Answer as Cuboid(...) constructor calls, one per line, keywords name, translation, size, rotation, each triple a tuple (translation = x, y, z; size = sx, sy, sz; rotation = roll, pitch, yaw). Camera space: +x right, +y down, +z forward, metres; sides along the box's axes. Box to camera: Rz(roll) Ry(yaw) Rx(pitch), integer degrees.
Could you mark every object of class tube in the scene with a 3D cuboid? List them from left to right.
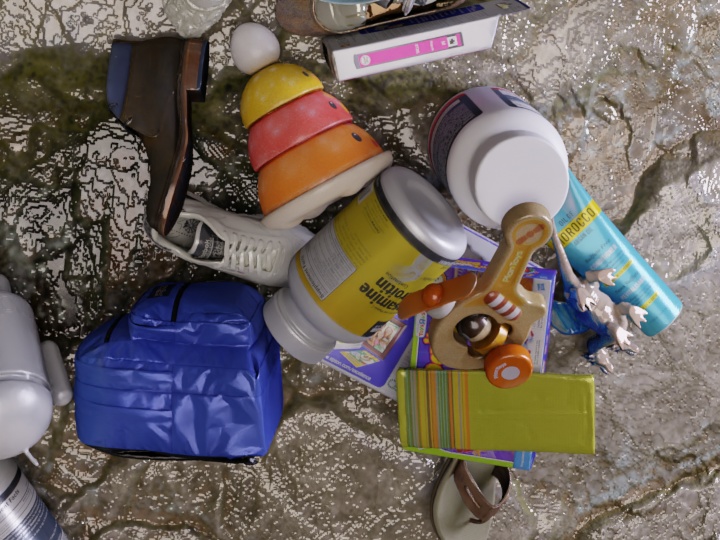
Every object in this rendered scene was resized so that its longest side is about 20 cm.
Cuboid(name="tube", translation=(0.251, -0.017, 1.801), size=(0.200, 0.050, 0.077), rotation=(44, 94, -10))

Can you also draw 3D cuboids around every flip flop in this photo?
Cuboid(name="flip flop", translation=(0.131, 0.218, 1.824), size=(0.081, 0.058, 0.201), rotation=(3, 115, -33))

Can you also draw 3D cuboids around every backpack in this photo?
Cuboid(name="backpack", translation=(-0.186, 0.098, 1.724), size=(0.199, 0.163, 0.169), rotation=(-2, 101, 7))

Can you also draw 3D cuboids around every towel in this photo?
Cuboid(name="towel", translation=(0.134, 0.139, 1.723), size=(0.199, 0.018, 0.087), rotation=(1, 109, 13))

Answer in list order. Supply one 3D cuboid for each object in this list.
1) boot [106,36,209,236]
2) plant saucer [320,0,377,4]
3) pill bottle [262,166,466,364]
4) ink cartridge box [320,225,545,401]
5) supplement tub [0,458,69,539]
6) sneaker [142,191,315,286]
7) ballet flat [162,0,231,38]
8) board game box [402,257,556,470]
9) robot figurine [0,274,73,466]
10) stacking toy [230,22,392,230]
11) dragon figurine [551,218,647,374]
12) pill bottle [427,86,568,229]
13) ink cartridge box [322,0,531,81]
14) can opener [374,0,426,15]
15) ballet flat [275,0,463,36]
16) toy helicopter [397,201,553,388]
Cuboid(name="boot", translation=(-0.209, -0.135, 1.681), size=(0.096, 0.075, 0.201), rotation=(9, 74, 2))
Cuboid(name="plant saucer", translation=(-0.018, -0.339, 1.612), size=(0.200, 0.039, 0.202), rotation=(2, 80, -9))
Cuboid(name="pill bottle", translation=(0.000, 0.000, 1.685), size=(0.112, 0.112, 0.200), rotation=(41, 114, -15))
Cuboid(name="ink cartridge box", translation=(0.066, 0.039, 1.792), size=(0.197, 0.043, 0.201), rotation=(28, 102, -14))
Cuboid(name="supplement tub", translation=(-0.384, 0.271, 1.753), size=(0.140, 0.140, 0.201), rotation=(-31, 107, 2))
Cuboid(name="sneaker", translation=(-0.124, -0.022, 1.735), size=(0.199, 0.081, 0.077), rotation=(15, 102, -12))
Cuboid(name="ballet flat", translation=(-0.131, -0.314, 1.662), size=(0.071, 0.072, 0.201), rotation=(29, 101, -13))
Cuboid(name="board game box", translation=(0.120, 0.092, 1.746), size=(0.134, 0.045, 0.201), rotation=(8, 105, 12))
Cuboid(name="robot figurine", translation=(-0.364, 0.100, 1.682), size=(0.169, 0.201, 0.113), rotation=(0, 146, -33))
Cuboid(name="stacking toy", translation=(-0.071, -0.152, 1.694), size=(0.146, 0.146, 0.201), rotation=(-28, 92, 2))
Cuboid(name="dragon figurine", translation=(0.227, 0.034, 1.776), size=(0.200, 0.099, 0.059), rotation=(44, 67, -19))
Cuboid(name="pill bottle", translation=(0.137, -0.105, 1.679), size=(0.119, 0.200, 0.120), rotation=(-2, 106, -6))
Cuboid(name="ink cartridge box", translation=(0.065, -0.229, 1.691), size=(0.199, 0.095, 0.037), rotation=(-15, 107, -2))
Cuboid(name="can opener", translation=(0.070, -0.335, 1.650), size=(0.067, 0.053, 0.201), rotation=(24, 74, 3))
Cuboid(name="ballet flat", translation=(0.015, -0.270, 1.689), size=(0.199, 0.067, 0.068), rotation=(-14, 108, -2))
Cuboid(name="toy helicopter", translation=(0.118, 0.015, 1.614), size=(0.131, 0.079, 0.201), rotation=(10, 129, -16))
